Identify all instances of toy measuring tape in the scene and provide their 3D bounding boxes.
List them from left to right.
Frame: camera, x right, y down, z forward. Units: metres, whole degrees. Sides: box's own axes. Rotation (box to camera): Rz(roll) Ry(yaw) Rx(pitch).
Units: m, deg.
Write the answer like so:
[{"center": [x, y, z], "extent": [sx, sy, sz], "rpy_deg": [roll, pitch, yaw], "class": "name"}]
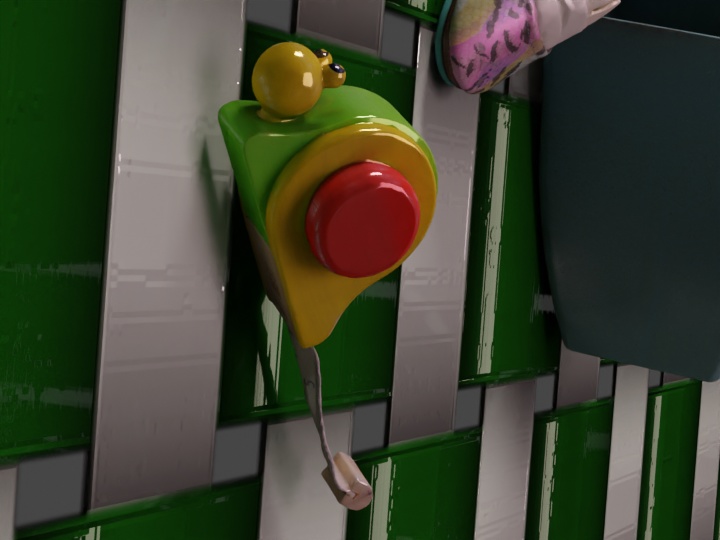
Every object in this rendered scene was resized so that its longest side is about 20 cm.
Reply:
[{"center": [0.000, 0.000, 0.793], "extent": [0.074, 0.073, 0.201], "rpy_deg": [-63, 148, -46], "class": "toy measuring tape"}]

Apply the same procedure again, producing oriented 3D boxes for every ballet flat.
[{"center": [0.096, -0.150, 1.030], "extent": [0.200, 0.070, 0.070], "rpy_deg": [-59, 149, -50], "class": "ballet flat"}]

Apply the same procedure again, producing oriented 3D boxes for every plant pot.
[{"center": [0.176, -0.053, 1.183], "extent": [0.141, 0.140, 0.202], "rpy_deg": [-44, 142, -60], "class": "plant pot"}]
